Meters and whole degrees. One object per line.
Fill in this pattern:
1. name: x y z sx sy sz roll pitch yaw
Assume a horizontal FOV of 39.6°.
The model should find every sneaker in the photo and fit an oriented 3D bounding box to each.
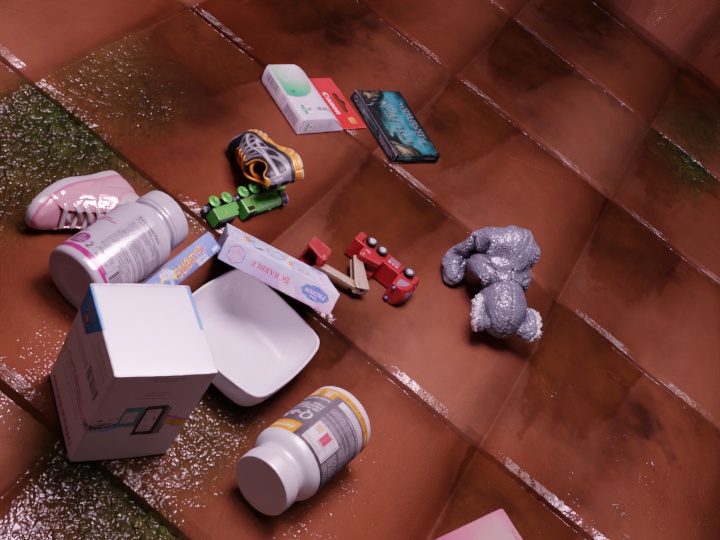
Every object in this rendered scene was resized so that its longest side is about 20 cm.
1. sneaker: -0.424 -0.092 1.577 0.104 0.076 0.200 41 35 15
2. sneaker: -0.188 -0.200 1.811 0.077 0.079 0.199 -30 34 -31

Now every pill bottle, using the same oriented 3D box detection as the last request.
1. pill bottle: -0.082 0.260 1.446 0.116 0.117 0.199 45 40 11
2. pill bottle: -0.361 -0.033 1.514 0.113 0.114 0.200 41 48 7

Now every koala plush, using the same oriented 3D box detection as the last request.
1. koala plush: 0.262 0.037 1.887 0.176 0.184 0.202 17 55 -21

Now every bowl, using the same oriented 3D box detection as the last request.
1. bowl: -0.185 0.112 1.550 0.199 0.075 0.200 42 39 8

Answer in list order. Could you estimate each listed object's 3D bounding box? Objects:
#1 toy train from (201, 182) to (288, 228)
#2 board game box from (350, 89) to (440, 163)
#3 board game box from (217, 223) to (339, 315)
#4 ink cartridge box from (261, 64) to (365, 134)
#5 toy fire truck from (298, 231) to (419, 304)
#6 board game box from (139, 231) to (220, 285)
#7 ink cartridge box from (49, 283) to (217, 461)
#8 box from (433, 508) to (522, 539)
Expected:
1. toy train: -0.203 -0.122 1.797 0.199 0.042 0.057 -24 77 -47
2. board game box: 0.077 -0.317 2.197 0.134 0.028 0.201 -5 55 -40
3. board game box: -0.139 -0.005 1.639 0.198 0.041 0.200 28 4 -11
4. ink cartridge box: -0.091 -0.365 2.109 0.199 0.050 0.162 -13 60 -40
5. toy fire truck: 0.000 0.000 1.813 0.199 0.049 0.141 40 40 3
6. board game box: -0.309 0.026 1.493 0.035 0.135 0.200 52 40 -8
7. ink cartridge box: -0.309 0.137 1.337 0.145 0.200 0.148 2 50 -36
8. box: 0.148 0.447 1.432 0.199 0.109 0.128 -11 58 -42
